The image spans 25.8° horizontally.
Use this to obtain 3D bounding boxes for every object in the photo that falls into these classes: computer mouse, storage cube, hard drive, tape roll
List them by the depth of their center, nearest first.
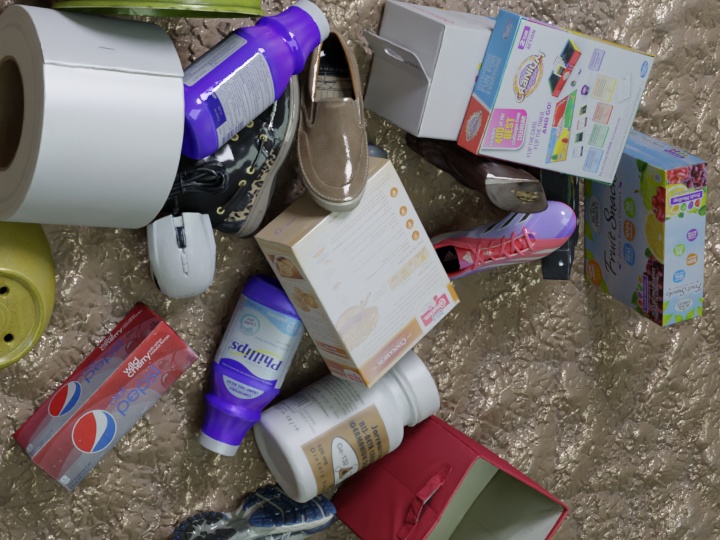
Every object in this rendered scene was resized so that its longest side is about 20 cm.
[{"bbox_3d":[-0.270,-0.143,1.488,0.139,0.203,0.203,2,107,-31],"label":"tape roll"},{"bbox_3d":[-0.183,-0.029,1.631,0.109,0.044,0.200,-12,141,-8],"label":"computer mouse"},{"bbox_3d":[0.235,-0.106,1.853,0.038,0.140,0.201,3,115,12],"label":"hard drive"},{"bbox_3d":[0.104,0.288,1.894,0.200,0.180,0.171,33,90,-37],"label":"storage cube"}]

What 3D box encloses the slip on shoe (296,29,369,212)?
[{"bbox_3d":[-0.027,-0.159,1.644,0.076,0.201,0.061,3,153,-3],"label":"slip on shoe"}]

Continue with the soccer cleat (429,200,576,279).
[{"bbox_3d":[0.151,-0.028,1.798,0.076,0.199,0.067,-41,113,-58],"label":"soccer cleat"}]

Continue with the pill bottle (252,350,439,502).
[{"bbox_3d":[-0.013,0.172,1.817,0.200,0.114,0.115,-29,121,-19],"label":"pill bottle"}]

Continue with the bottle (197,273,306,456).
[{"bbox_3d":[-0.123,0.107,1.749,0.083,0.065,0.201,24,97,-2],"label":"bottle"}]

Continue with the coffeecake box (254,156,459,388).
[{"bbox_3d":[0.000,0.000,1.707,0.153,0.073,0.200,-42,123,-23],"label":"coffeecake box"}]

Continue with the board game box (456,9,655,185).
[{"bbox_3d":[0.214,-0.185,1.704,0.199,0.040,0.154,10,104,-35],"label":"board game box"}]

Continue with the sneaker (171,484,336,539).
[{"bbox_3d":[-0.124,0.313,1.842,0.199,0.077,0.085,-13,125,-19],"label":"sneaker"}]

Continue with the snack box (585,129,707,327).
[{"bbox_3d":[0.343,-0.056,1.910,0.067,0.169,0.201,-12,115,-23],"label":"snack box"}]

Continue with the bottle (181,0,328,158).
[{"bbox_3d":[-0.114,-0.197,1.569,0.200,0.065,0.084,-44,147,-26],"label":"bottle"}]

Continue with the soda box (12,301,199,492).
[{"bbox_3d":[-0.272,0.133,1.678,0.200,0.063,0.070,-47,126,-8],"label":"soda box"}]

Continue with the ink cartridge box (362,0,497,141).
[{"bbox_3d":[0.105,-0.215,1.729,0.199,0.128,0.126,3,108,-32],"label":"ink cartridge box"}]

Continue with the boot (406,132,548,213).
[{"bbox_3d":[0.166,-0.101,1.766,0.186,0.200,0.064,14,101,-34],"label":"boot"}]

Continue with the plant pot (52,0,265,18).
[{"bbox_3d":[-0.188,-0.339,1.483,0.200,0.200,0.194,-2,97,-30],"label":"plant pot"}]

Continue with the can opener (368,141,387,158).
[{"bbox_3d":[-0.022,-0.048,1.764,0.066,0.053,0.201,13,101,-33],"label":"can opener"}]

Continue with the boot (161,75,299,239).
[{"bbox_3d":[-0.154,-0.137,1.641,0.150,0.073,0.201,9,109,-33],"label":"boot"}]

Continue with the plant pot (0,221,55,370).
[{"bbox_3d":[-0.376,0.022,1.523,0.199,0.142,0.201,-11,114,-28],"label":"plant pot"}]
